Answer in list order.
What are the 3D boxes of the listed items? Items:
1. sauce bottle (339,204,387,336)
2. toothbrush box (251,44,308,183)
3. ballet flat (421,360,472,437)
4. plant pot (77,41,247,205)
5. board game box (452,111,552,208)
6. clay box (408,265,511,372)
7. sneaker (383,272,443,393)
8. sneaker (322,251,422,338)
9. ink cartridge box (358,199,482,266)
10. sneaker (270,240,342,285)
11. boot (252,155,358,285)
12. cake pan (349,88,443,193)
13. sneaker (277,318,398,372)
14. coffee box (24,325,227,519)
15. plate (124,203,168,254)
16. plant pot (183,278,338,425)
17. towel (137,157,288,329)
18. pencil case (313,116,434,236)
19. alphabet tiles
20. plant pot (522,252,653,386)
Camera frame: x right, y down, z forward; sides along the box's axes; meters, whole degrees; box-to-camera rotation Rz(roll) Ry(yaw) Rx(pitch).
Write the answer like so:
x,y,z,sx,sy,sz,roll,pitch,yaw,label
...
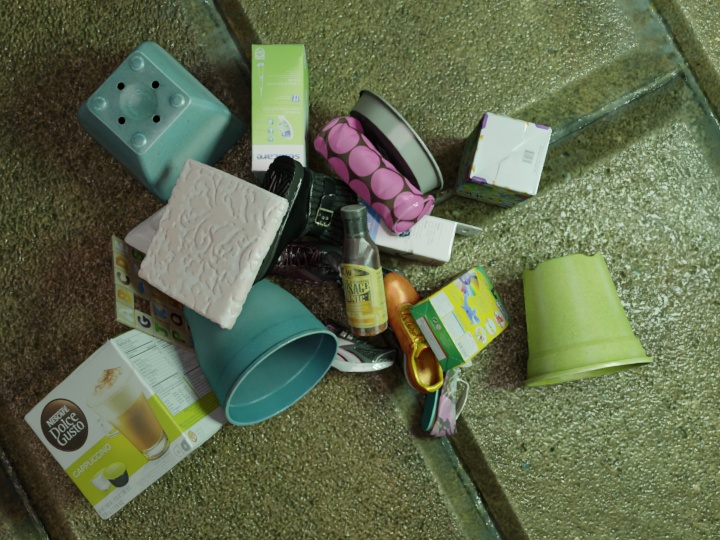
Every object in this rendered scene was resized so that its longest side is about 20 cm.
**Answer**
x,y,z,sx,sy,sz,roll,pitch,yaw,label
0.000,0.000,1.219,0.066,0.066,0.200,-10,106,-1,sauce bottle
-0.127,-0.246,1.288,0.086,0.146,0.200,1,87,-1,toothbrush box
0.146,0.176,1.318,0.071,0.069,0.200,6,90,-18,ballet flat
-0.326,-0.241,1.260,0.196,0.200,0.196,43,89,2,plant pot
0.218,-0.168,1.259,0.103,0.200,0.105,14,88,0,board game box
0.166,0.071,1.280,0.048,0.200,0.115,-31,88,35,clay box
0.087,0.095,1.257,0.073,0.077,0.200,-22,89,-19,sneaker
0.026,0.022,1.308,0.200,0.066,0.091,42,77,-18,sneaker
0.087,-0.055,1.296,0.200,0.116,0.067,14,87,1,ink cartridge box
-0.113,-0.016,1.293,0.200,0.116,0.076,2,88,0,sneaker
-0.095,-0.057,1.207,0.079,0.158,0.211,30,94,39,boot
0.052,-0.195,1.259,0.037,0.200,0.200,-40,88,-5,cake pan
-0.036,0.122,1.307,0.200,0.080,0.086,2,86,-1,sneaker
-0.336,0.212,1.216,0.200,0.200,0.198,-39,88,17,coffee box
-0.236,-0.074,1.253,0.200,0.032,0.200,27,52,25,plate
-0.169,0.099,1.218,0.200,0.200,0.188,-41,64,-2,plant pot
-0.215,-0.042,1.152,0.191,0.032,0.200,26,93,27,towel
0.022,-0.147,1.212,0.094,0.091,0.200,-26,69,-43,pencil case
-0.320,0.027,1.254,0.008,0.167,0.200,-35,48,22,alphabet tiles
0.341,0.076,1.269,0.200,0.200,0.184,-9,77,-1,plant pot
